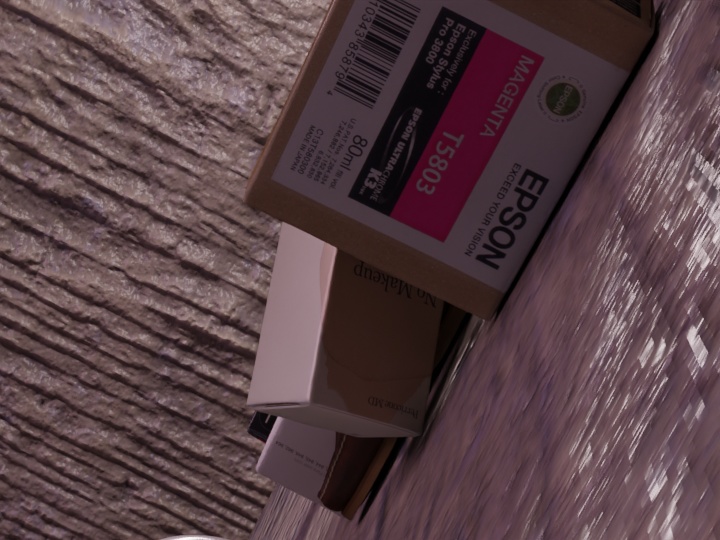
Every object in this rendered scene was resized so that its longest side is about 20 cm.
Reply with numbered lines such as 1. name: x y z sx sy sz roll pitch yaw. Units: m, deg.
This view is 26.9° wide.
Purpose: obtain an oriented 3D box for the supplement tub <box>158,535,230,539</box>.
1. supplement tub: -0.097 0.234 0.736 0.201 0.131 0.132 -64 0 43

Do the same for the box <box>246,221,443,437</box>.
1. box: 0.000 0.000 0.964 0.077 0.094 0.202 -10 67 55

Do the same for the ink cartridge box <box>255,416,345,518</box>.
1. ink cartridge box: 0.005 0.067 1.168 0.201 0.083 0.146 -63 1 18

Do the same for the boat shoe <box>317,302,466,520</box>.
1. boat shoe: 0.012 0.075 1.056 0.070 0.070 0.201 -75 10 -81

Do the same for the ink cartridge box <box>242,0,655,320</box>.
1. ink cartridge box: 0.047 -0.096 0.844 0.075 0.164 0.201 -71 7 -63

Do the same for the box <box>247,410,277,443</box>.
1. box: -0.037 0.111 1.662 0.201 0.105 0.122 -64 1 -10
